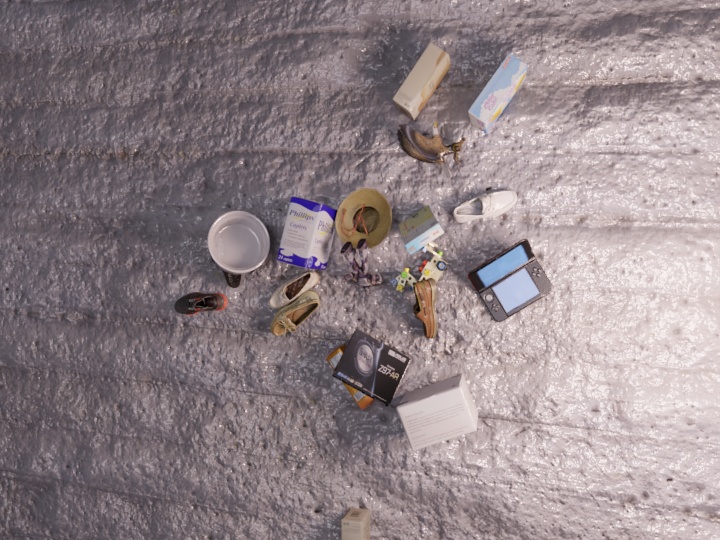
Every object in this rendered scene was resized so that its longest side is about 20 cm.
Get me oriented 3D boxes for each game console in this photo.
[{"bbox_3d":[0.439,0.034,1.580,0.198,0.119,0.174,-32,81,12],"label":"game console"}]

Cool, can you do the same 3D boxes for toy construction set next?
[{"bbox_3d":[0.189,-0.009,1.666,0.130,0.092,0.202,32,107,13],"label":"toy construction set"}]

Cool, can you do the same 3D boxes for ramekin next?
[{"bbox_3d":[-0.400,-0.083,1.772,0.197,0.098,0.205,4,77,-18],"label":"ramekin"}]

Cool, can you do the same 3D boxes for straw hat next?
[{"bbox_3d":[0.025,-0.158,1.710,0.198,0.085,0.205,-1,88,28],"label":"straw hat"}]

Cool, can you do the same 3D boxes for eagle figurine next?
[{"bbox_3d":[0.206,-0.379,1.643,0.196,0.153,0.153,2,52,-2],"label":"eagle figurine"}]

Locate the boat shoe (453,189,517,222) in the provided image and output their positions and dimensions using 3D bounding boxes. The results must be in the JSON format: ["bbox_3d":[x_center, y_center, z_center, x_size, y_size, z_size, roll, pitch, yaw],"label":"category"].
[{"bbox_3d":[0.374,-0.193,1.628,0.197,0.069,0.072,-20,82,12],"label":"boat shoe"}]

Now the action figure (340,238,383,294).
[{"bbox_3d":[0.000,0.000,1.683,0.128,0.070,0.202,-5,129,17],"label":"action figure"}]

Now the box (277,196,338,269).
[{"bbox_3d":[-0.160,-0.112,1.705,0.103,0.184,0.204,14,92,15],"label":"box"}]

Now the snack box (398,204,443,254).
[{"bbox_3d":[0.177,-0.125,1.615,0.115,0.201,0.037,-33,109,12],"label":"snack box"}]

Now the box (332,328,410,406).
[{"bbox_3d":[0.034,0.298,1.670,0.198,0.044,0.162,29,73,3],"label":"box"}]

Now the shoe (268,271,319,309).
[{"bbox_3d":[-0.227,0.062,1.784,0.198,0.053,0.071,-34,81,11],"label":"shoe"}]

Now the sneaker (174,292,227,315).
[{"bbox_3d":[-0.559,0.109,1.853,0.196,0.082,0.079,-10,86,14],"label":"sneaker"}]

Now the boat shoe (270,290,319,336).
[{"bbox_3d":[-0.215,0.147,1.760,0.200,0.063,0.073,-44,122,9],"label":"boat shoe"}]

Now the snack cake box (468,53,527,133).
[{"bbox_3d":[0.406,-0.520,1.606,0.067,0.115,0.201,37,98,12],"label":"snack cake box"}]

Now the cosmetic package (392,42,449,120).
[{"bbox_3d":[0.189,-0.576,1.662,0.071,0.105,0.201,36,99,11],"label":"cosmetic package"}]

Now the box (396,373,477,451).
[{"bbox_3d":[0.229,0.409,1.583,0.196,0.200,0.133,-22,85,13],"label":"box"}]

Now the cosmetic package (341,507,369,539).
[{"bbox_3d":[-0.013,0.859,1.683,0.070,0.105,0.204,-1,87,16],"label":"cosmetic package"}]

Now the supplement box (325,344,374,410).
[{"bbox_3d":[-0.023,0.335,1.718,0.068,0.066,0.201,-37,80,13],"label":"supplement box"}]

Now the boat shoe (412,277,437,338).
[{"bbox_3d":[0.190,0.118,1.635,0.067,0.072,0.203,-11,114,-11],"label":"boat shoe"}]

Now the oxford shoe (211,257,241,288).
[{"bbox_3d":[-0.461,-0.031,1.847,0.083,0.072,0.203,-22,80,28],"label":"oxford shoe"}]
